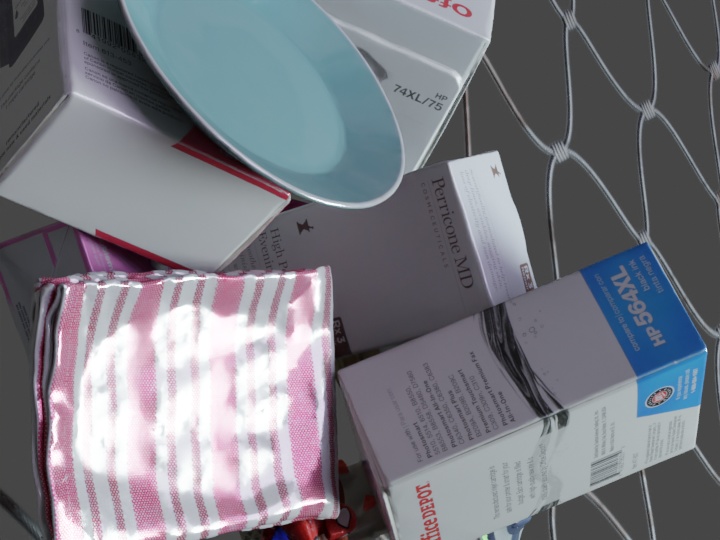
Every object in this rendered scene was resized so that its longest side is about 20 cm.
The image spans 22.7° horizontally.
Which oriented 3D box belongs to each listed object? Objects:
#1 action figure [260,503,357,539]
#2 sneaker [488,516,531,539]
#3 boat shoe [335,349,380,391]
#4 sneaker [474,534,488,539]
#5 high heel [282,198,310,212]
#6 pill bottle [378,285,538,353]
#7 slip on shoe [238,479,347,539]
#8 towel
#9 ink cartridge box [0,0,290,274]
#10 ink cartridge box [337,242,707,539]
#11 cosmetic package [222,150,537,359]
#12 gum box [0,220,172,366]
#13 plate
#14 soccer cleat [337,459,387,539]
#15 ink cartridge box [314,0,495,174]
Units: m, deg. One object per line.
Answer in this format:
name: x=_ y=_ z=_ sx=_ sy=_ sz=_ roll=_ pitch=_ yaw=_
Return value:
action figure: x=-0.051 y=0.185 z=0.996 sx=0.200 sy=0.099 sz=0.065 roll=-30 pitch=130 yaw=-46
sneaker: x=0.125 y=0.137 z=1.324 sx=0.070 sy=0.082 sz=0.200 roll=-22 pitch=119 yaw=-63
boat shoe: x=0.044 y=0.048 z=1.302 sx=0.200 sy=0.064 sz=0.071 roll=-12 pitch=85 yaw=-60
sneaker: x=0.024 y=0.222 z=1.117 sx=0.084 sy=0.077 sz=0.200 roll=27 pitch=76 yaw=-48
high heel: x=0.003 y=-0.030 z=1.277 sx=0.200 sy=0.067 sz=0.096 roll=-25 pitch=107 yaw=-47
pill bottle: x=0.080 y=0.055 z=1.199 sx=0.200 sy=0.113 sz=0.113 roll=56 pitch=32 yaw=-5
slip on shoe: x=-0.050 y=0.115 z=1.111 sx=0.061 sy=0.074 sz=0.200 roll=-30 pitch=106 yaw=-65
towel: x=-0.085 y=0.072 z=0.952 sx=0.200 sy=0.030 sz=0.147 roll=-2 pitch=90 yaw=-42
ink cartridge box: x=-0.129 y=-0.111 z=0.999 sx=0.145 sy=0.084 sz=0.200 roll=24 pitch=37 yaw=-33
ink cartridge box: x=0.096 y=0.083 z=1.064 sx=0.146 sy=0.200 sz=0.084 roll=78 pitch=-11 yaw=-62
cosmetic package: x=0.000 y=0.000 z=1.119 sx=0.074 sy=0.200 sz=0.102 roll=-17 pitch=90 yaw=-59
gum box: x=-0.120 y=0.062 z=1.021 sx=0.113 sy=0.066 sz=0.200 roll=-22 pitch=94 yaw=-59
plate: x=-0.058 y=-0.108 z=0.975 sx=0.200 sy=0.026 sz=0.200 roll=34 pitch=31 yaw=-24
soccer cleat: x=0.031 y=0.150 z=1.231 sx=0.200 sy=0.069 sz=0.078 roll=-38 pitch=126 yaw=-55
ink cartridge box: x=-0.001 y=-0.176 z=1.188 sx=0.146 sy=0.146 sz=0.200 roll=23 pitch=38 yaw=-8
